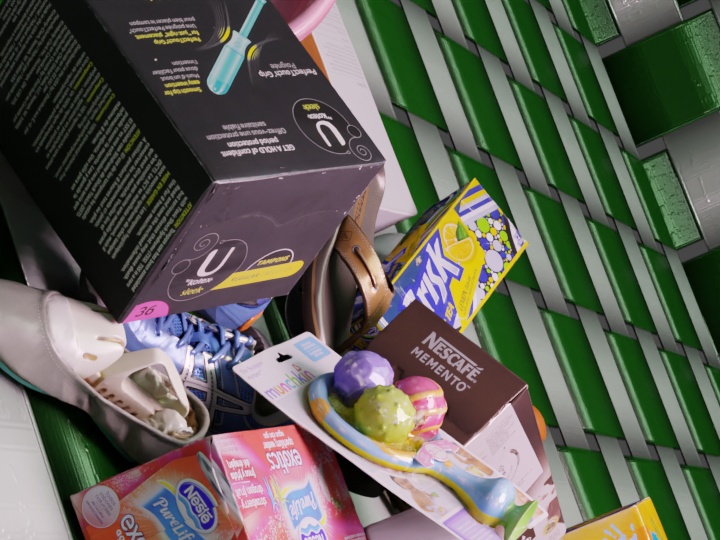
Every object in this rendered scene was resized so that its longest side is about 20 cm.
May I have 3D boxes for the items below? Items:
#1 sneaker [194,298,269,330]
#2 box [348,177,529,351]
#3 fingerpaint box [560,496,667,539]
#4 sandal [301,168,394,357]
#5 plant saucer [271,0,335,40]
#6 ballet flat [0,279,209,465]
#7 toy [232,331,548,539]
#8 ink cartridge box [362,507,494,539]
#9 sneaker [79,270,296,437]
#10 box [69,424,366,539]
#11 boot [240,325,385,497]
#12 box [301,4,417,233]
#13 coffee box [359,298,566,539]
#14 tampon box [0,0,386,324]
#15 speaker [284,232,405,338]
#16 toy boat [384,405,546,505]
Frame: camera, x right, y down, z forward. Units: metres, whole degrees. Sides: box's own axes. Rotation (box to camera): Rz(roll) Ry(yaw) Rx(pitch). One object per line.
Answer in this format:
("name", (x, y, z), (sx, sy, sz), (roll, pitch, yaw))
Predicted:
("sneaker", (-0.117, -0.038, 1.593), (0.200, 0.078, 0.076), (32, 34, -39))
("box", (0.048, 0.017, 1.835), (0.070, 0.064, 0.200), (49, 40, -8))
("fingerpaint box", (0.154, 0.285, 1.853), (0.168, 0.199, 0.073), (67, 15, 7))
("sandal", (0.000, 0.000, 1.715), (0.082, 0.054, 0.201), (68, 30, -51))
("plant saucer", (-0.109, -0.225, 1.779), (0.051, 0.199, 0.202), (100, -23, -61))
("ballet flat", (-0.153, 0.051, 1.443), (0.200, 0.063, 0.068), (46, 26, -49))
("toy", (0.029, 0.094, 1.539), (0.200, 0.047, 0.115), (39, 22, 13))
("ink cartridge box", (0.046, 0.234, 1.643), (0.200, 0.084, 0.147), (131, -61, -74))
("sneaker", (-0.109, 0.052, 1.560), (0.200, 0.077, 0.076), (48, 26, -44))
("box", (-0.079, 0.154, 1.473), (0.096, 0.099, 0.200), (68, 16, 8))
("boot", (-0.033, 0.133, 1.728), (0.200, 0.065, 0.166), (41, 31, -65))
("box", (-0.059, -0.111, 1.859), (0.201, 0.124, 0.097), (68, 17, 9))
("coffee box", (0.067, 0.126, 1.714), (0.113, 0.080, 0.200), (39, -18, 32))
("tampon box", (-0.115, -0.089, 1.471), (0.149, 0.126, 0.200), (-9, 56, -47))
("speaker", (0.005, 0.020, 1.956), (0.082, 0.081, 0.200), (66, 17, -1))
("toy boat", (0.087, 0.145, 1.956), (0.201, 0.130, 0.131), (59, 18, -23))
